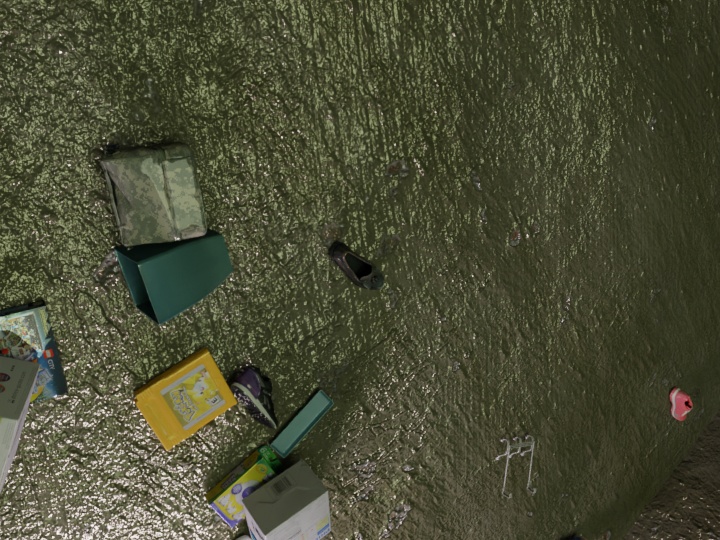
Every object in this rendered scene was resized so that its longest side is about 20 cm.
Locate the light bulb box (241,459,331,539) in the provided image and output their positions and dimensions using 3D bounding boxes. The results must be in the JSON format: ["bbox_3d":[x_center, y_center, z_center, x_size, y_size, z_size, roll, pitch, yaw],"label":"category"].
[{"bbox_3d":[-0.191,0.650,1.619,0.197,0.125,0.202,-26,136,-28],"label":"light bulb box"}]

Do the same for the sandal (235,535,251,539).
[{"bbox_3d":[-0.317,0.823,1.677,0.082,0.050,0.205,-19,116,-27],"label":"sandal"}]

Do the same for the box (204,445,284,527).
[{"bbox_3d":[-0.294,0.565,1.607,0.200,0.048,0.118,-41,125,-17],"label":"box"}]

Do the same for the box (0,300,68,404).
[{"bbox_3d":[-0.681,0.174,1.223,0.135,0.038,0.203,-15,114,-28],"label":"box"}]

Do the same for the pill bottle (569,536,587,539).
[{"bbox_3d":[0.870,1.193,2.546,0.198,0.112,0.114,-3,108,-34],"label":"pill bottle"}]

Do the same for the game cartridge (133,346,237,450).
[{"bbox_3d":[-0.413,0.305,1.449,0.199,0.032,0.178,-34,121,-21],"label":"game cartridge"}]

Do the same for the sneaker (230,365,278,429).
[{"bbox_3d":[-0.243,0.321,1.542,0.088,0.075,0.201,-54,139,-31],"label":"sneaker"}]

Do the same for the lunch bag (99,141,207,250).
[{"bbox_3d":[-0.416,-0.155,1.223,0.166,0.139,0.203,-17,114,-28],"label":"lunch bag"}]

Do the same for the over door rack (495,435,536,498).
[{"bbox_3d":[0.557,0.698,2.189,0.146,0.066,0.203,3,84,-34],"label":"over door rack"}]

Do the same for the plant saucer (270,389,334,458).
[{"bbox_3d":[-0.160,0.414,1.661,0.200,0.019,0.070,-47,125,-12],"label":"plant saucer"}]

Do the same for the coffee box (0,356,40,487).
[{"bbox_3d":[-0.723,0.281,1.099,0.196,0.200,0.202,17,104,-22],"label":"coffee box"}]

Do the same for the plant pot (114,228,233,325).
[{"bbox_3d":[-0.384,-0.006,1.299,0.199,0.140,0.143,-27,120,-31],"label":"plant pot"}]

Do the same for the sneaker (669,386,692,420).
[{"bbox_3d":[1.450,0.618,2.747,0.073,0.087,0.201,-38,123,-15],"label":"sneaker"}]

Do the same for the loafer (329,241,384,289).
[{"bbox_3d":[0.000,0.000,1.596,0.199,0.063,0.072,38,85,-36],"label":"loafer"}]
